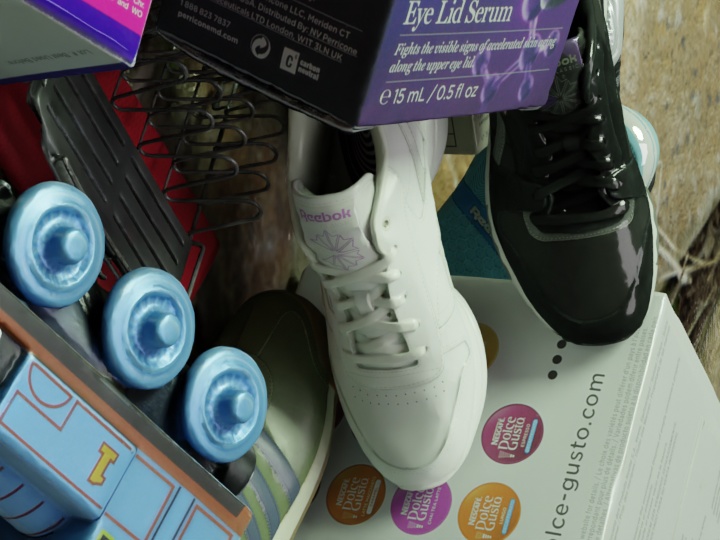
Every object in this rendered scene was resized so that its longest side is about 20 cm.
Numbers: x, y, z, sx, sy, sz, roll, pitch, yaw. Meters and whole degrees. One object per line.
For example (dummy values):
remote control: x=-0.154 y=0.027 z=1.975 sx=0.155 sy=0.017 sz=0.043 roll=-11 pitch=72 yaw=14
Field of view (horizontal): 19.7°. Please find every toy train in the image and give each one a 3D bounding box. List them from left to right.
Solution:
toy train: x=-0.115 y=0.049 z=0.787 sx=0.200 sy=0.086 sz=0.115 roll=47 pitch=58 yaw=-37

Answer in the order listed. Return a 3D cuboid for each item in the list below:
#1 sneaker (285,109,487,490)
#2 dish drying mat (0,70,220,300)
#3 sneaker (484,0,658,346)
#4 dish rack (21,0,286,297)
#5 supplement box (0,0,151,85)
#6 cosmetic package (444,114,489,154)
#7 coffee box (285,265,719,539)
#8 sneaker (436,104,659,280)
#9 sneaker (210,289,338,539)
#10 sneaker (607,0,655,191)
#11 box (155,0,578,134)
sneaker: x=0.000 y=0.000 z=0.896 sx=0.099 sy=0.074 sz=0.202 roll=-18 pitch=99 yaw=-64
dish drying mat: x=-0.116 y=-0.049 z=0.858 sx=0.077 sy=0.018 sz=0.201 roll=-65 pitch=145 yaw=-32
sneaker: x=0.082 y=-0.066 z=0.902 sx=0.088 sy=0.075 sz=0.202 roll=20 pitch=59 yaw=-80
dish rack: x=-0.073 y=-0.089 z=0.862 sx=0.154 sy=0.054 sz=0.201 roll=61 pitch=32 yaw=-43
supplement box: x=-0.119 y=-0.180 z=0.736 sx=0.103 sy=0.101 sz=0.202 roll=30 pitch=68 yaw=-42
cosmetic package: x=0.011 y=-0.160 z=0.975 sx=0.071 sy=0.104 sz=0.202 roll=-43 pitch=131 yaw=-51
coffee box: x=0.062 y=0.138 z=1.009 sx=0.200 sy=0.196 sz=0.201 roll=53 pitch=49 yaw=-50
sneaker: x=0.108 y=-0.042 z=1.074 sx=0.130 sy=0.200 sz=0.080 roll=-30 pitch=84 yaw=-42
sneaker: x=-0.069 y=0.092 z=0.907 sx=0.090 sy=0.067 sz=0.202 roll=46 pitch=58 yaw=-57
sneaker: x=0.128 y=-0.098 z=1.213 sx=0.114 sy=0.075 sz=0.202 roll=6 pitch=95 yaw=-60
box: x=0.025 y=-0.167 z=0.792 sx=0.147 sy=0.104 sz=0.202 roll=-14 pitch=126 yaw=-54
